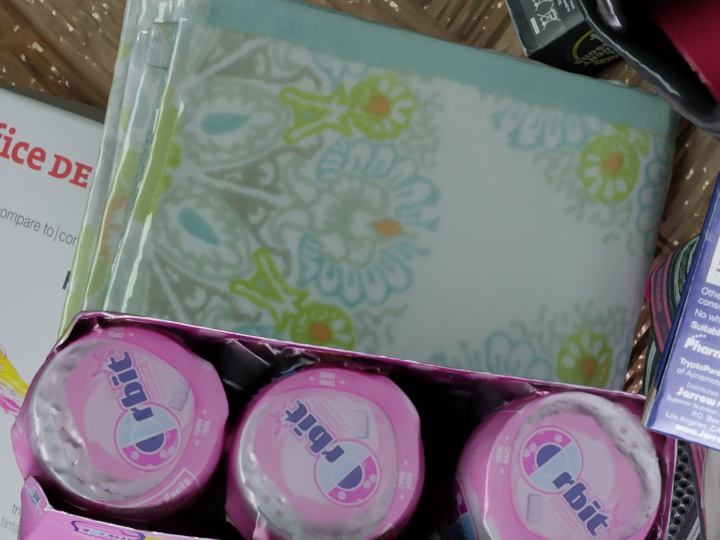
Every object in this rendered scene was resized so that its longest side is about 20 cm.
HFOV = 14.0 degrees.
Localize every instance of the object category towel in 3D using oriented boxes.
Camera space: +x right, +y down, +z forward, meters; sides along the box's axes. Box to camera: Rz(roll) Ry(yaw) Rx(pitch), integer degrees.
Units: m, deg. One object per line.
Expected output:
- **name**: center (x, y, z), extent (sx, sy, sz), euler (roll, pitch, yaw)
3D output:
- **towel**: center (0.000, 0.000, 1.005), extent (0.048, 0.199, 0.172), euler (-156, 80, -81)

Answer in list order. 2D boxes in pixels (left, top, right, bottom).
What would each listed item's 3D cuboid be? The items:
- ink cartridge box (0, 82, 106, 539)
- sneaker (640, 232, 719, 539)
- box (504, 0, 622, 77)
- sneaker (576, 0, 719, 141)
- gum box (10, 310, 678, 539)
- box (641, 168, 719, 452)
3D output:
- **ink cartridge box**: center (-0.118, 0.038, 1.124), extent (0.144, 0.084, 0.201), euler (19, 91, 36)
- **sneaker**: center (0.127, 0.084, 0.953), extent (0.075, 0.080, 0.201), euler (-11, 68, 52)
- **box**: center (0.098, -0.194, 1.036), extent (0.161, 0.049, 0.201), euler (-33, 64, 28)
- **sneaker**: center (0.103, -0.106, 0.929), extent (0.077, 0.084, 0.200), euler (-49, 47, 16)
- **gum box**: center (-0.013, 0.065, 0.920), extent (0.114, 0.199, 0.067), euler (134, 145, -74)
- **box**: center (0.166, -0.031, 0.836), extent (0.120, 0.032, 0.201), euler (17, 111, 6)
